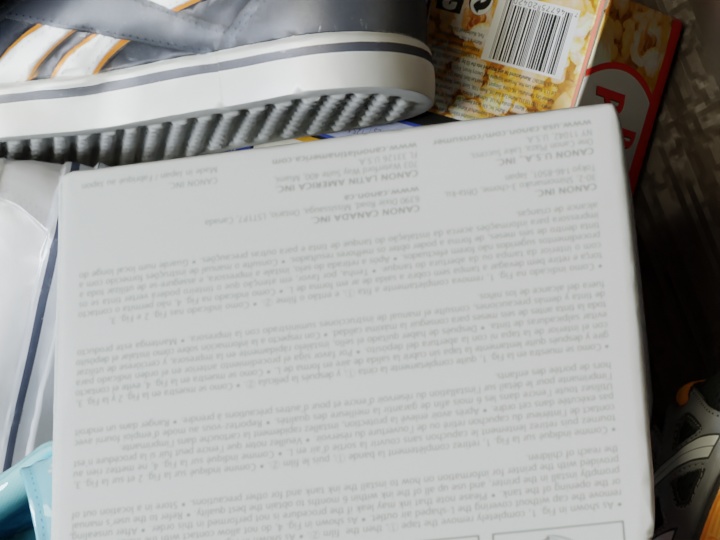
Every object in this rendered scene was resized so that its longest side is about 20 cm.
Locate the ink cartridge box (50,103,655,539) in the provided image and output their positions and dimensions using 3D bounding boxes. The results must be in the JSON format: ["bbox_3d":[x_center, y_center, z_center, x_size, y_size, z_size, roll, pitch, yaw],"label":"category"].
[{"bbox_3d":[-0.002,0.056,0.747,0.162,0.057,0.201,-7,63,8],"label":"ink cartridge box"}]

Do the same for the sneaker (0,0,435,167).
[{"bbox_3d":[-0.068,-0.074,0.856,0.199,0.078,0.080,-8,81,27],"label":"sneaker"}]

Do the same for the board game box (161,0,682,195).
[{"bbox_3d":[0.000,0.000,0.869,0.151,0.046,0.201,19,94,37],"label":"board game box"}]

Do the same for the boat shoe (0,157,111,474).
[{"bbox_3d":[-0.122,0.042,0.901,0.074,0.067,0.200,-84,11,-58],"label":"boat shoe"}]

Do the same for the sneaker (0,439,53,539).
[{"bbox_3d":[-0.053,0.073,0.809,0.200,0.082,0.074,-28,66,22],"label":"sneaker"}]

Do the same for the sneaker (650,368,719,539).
[{"bbox_3d":[0.089,0.077,0.774,0.077,0.078,0.200,34,104,40],"label":"sneaker"}]
